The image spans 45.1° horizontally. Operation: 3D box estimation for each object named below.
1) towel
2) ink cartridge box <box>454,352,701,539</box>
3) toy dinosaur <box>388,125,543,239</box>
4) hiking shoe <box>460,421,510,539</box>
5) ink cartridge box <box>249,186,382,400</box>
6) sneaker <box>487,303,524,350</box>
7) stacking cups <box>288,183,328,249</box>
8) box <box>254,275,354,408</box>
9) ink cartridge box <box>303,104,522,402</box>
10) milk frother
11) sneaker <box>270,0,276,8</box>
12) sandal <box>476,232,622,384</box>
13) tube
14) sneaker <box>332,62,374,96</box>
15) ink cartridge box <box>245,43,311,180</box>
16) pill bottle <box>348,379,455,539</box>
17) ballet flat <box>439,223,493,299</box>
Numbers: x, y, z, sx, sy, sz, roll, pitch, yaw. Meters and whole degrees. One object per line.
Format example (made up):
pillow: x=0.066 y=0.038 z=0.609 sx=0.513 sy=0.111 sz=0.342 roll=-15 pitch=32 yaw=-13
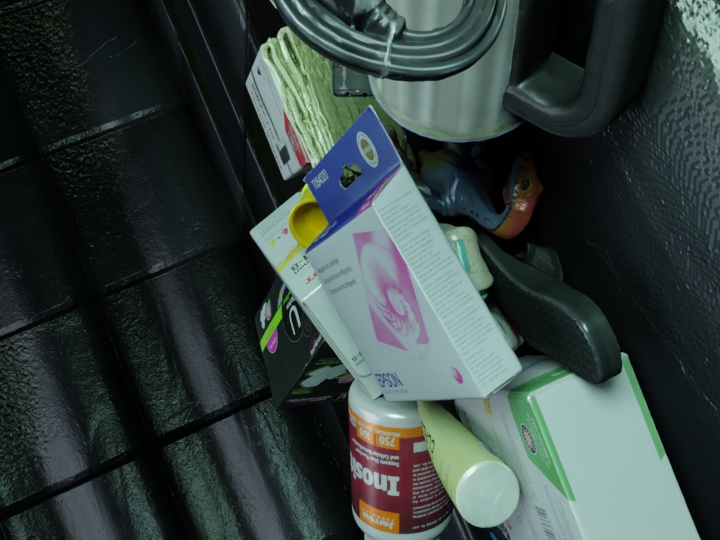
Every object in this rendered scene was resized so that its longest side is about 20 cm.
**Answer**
towel: x=-0.014 y=-0.144 z=0.798 sx=0.199 sy=0.036 sz=0.151 roll=-19 pitch=-93 yaw=-64
ink cartridge box: x=0.156 y=0.147 z=0.680 sx=0.200 sy=0.086 sz=0.148 roll=145 pitch=103 yaw=-77
toy dinosaur: x=0.088 y=-0.080 z=0.702 sx=0.182 sy=0.105 sz=0.199 roll=49 pitch=-167 yaw=33
hiking shoe: x=0.143 y=0.251 z=0.954 sx=0.200 sy=0.073 sz=0.088 roll=-128 pitch=20 yaw=-54
ink cartridge box: x=0.000 y=0.000 z=0.902 sx=0.145 sy=0.145 sz=0.200 roll=55 pitch=175 yaw=-31
sneaker: x=0.101 y=0.052 z=0.731 sx=0.071 sy=0.092 sz=0.200 roll=64 pitch=171 yaw=4
stacking cups: x=-0.021 y=-0.099 z=0.861 sx=0.201 sy=0.059 sz=0.061 roll=-75 pitch=-24 yaw=-51
box: x=-0.048 y=0.075 z=1.179 sx=0.201 sy=0.122 sz=0.151 roll=-55 pitch=45 yaw=48
ink cartridge box: x=0.015 y=0.003 z=0.644 sx=0.202 sy=0.043 sz=0.196 roll=59 pitch=161 yaw=-1
milk frother: x=0.037 y=-0.135 z=0.443 sx=0.182 sy=0.198 sz=0.189 roll=56 pitch=164 yaw=29
sneaker: x=-0.074 y=-0.307 z=0.933 sx=0.200 sy=0.075 sz=0.082 roll=-131 pitch=20 yaw=-63
sandal: x=0.136 y=0.020 z=0.626 sx=0.076 sy=0.047 sz=0.200 roll=68 pitch=171 yaw=-25
tube: x=0.080 y=0.158 z=0.737 sx=0.200 sy=0.051 sz=0.059 roll=-141 pitch=71 yaw=-80
sneaker: x=0.018 y=-0.182 z=0.620 sx=0.199 sy=0.059 sz=0.106 roll=-34 pitch=-58 yaw=-60
ink cartridge box: x=-0.074 y=-0.204 z=1.089 sx=0.200 sy=0.083 sz=0.147 roll=180 pitch=67 yaw=-78
pill bottle: x=0.044 y=0.211 z=0.915 sx=0.113 sy=0.111 sz=0.204 roll=-136 pitch=41 yaw=-62
ballet flat: x=0.064 y=-0.007 z=0.715 sx=0.200 sy=0.066 sz=0.064 roll=173 pitch=85 yaw=-78
